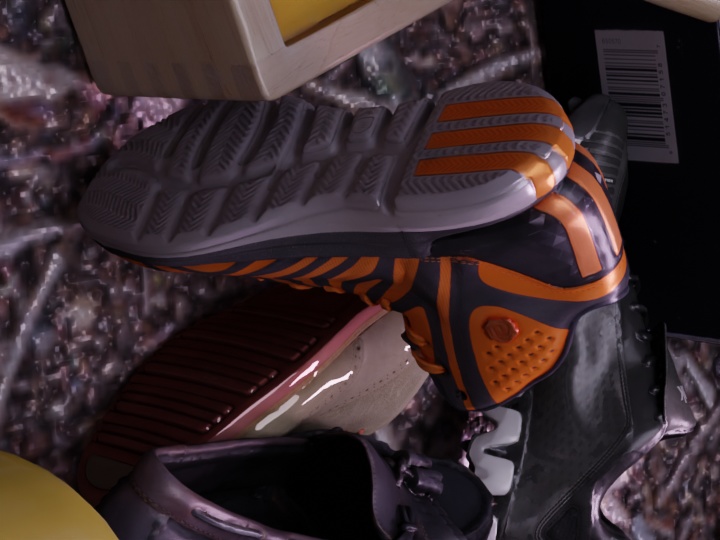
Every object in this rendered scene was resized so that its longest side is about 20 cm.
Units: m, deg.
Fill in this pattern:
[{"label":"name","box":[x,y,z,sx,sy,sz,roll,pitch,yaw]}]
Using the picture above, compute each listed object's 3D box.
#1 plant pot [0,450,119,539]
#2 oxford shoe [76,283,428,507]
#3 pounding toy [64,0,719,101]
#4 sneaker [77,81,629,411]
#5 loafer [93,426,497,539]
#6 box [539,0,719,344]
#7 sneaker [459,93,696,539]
[{"label":"plant pot","box":[-0.165,0.143,0.749,0.189,0.201,0.201,-28,113,-53]},{"label":"oxford shoe","box":[-0.018,0.044,0.934,0.200,0.070,0.075,-37,124,-30]},{"label":"pounding toy","box":[-0.002,-0.147,0.879,0.184,0.142,0.200,-32,114,-33]},{"label":"sneaker","box":[0.000,0.000,0.865,0.112,0.200,0.078,59,46,-37]},{"label":"loafer","box":[-0.014,0.085,0.871,0.200,0.072,0.063,-4,129,-48]},{"label":"box","box":[0.178,-0.089,1.064,0.182,0.104,0.200,-18,106,-37]},{"label":"sneaker","box":[0.094,0.032,1.007,0.090,0.066,0.200,13,88,5]}]
